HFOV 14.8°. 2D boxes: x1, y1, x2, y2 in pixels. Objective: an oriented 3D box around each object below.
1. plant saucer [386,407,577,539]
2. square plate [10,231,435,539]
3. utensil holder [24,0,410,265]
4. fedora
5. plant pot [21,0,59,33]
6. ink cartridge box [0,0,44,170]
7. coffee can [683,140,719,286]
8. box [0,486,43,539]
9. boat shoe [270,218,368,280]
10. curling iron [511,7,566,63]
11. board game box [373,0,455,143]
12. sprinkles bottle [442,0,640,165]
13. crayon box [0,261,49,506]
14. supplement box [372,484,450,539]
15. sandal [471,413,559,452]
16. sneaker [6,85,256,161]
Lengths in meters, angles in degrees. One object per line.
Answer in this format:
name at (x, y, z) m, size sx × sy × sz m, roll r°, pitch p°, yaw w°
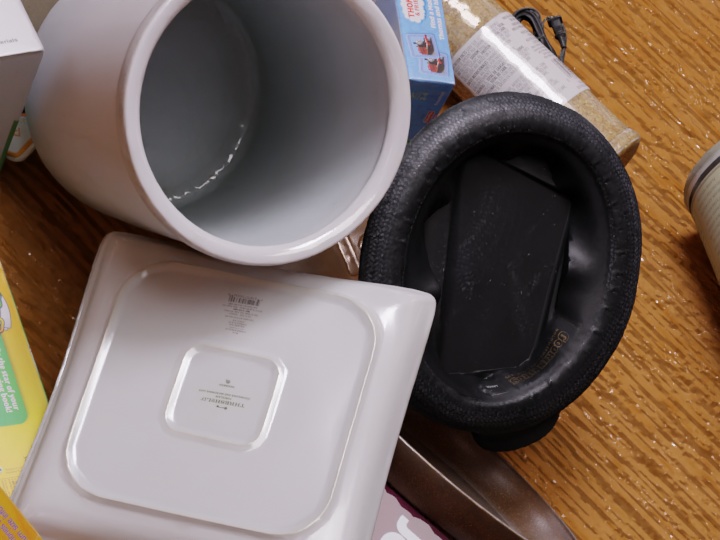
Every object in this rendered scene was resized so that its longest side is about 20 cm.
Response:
plant saucer at (0.047, 0.115, 1.610) m, size 0.200 × 0.032 × 0.200 m, roll 40°, pitch 6°, yaw -5°
square plate at (-0.076, 0.074, 1.516) m, size 0.199 × 0.028 × 0.199 m, roll 11°, pitch 61°, yaw 10°
utensil holder at (-0.089, -0.099, 1.579) m, size 0.169 × 0.200 × 0.171 m, roll -4°, pitch 99°, yaw -25°
fedora at (0.070, -0.007, 1.646) m, size 0.200 × 0.092 × 0.202 m, roll -2°, pitch 95°, yaw -23°
plant pot at (-0.155, -0.262, 1.706) m, size 0.186 × 0.201 × 0.188 m, roll 17°, pitch 25°, yaw -8°
ink cartridge box at (-0.273, -0.157, 1.629) m, size 0.084 × 0.146 × 0.201 m, roll -14°, pitch 62°, yaw -29°
coffee can at (0.309, 0.011, 1.787) m, size 0.146 × 0.147 × 0.201 m, roll -4°, pitch 58°, yaw -25°
box at (-0.263, 0.178, 1.432) m, size 0.200 × 0.041 × 0.119 m, roll -43°, pitch 105°, yaw -20°
boat shoe at (0.000, 0.000, 1.710) m, size 0.199 × 0.070 × 0.071 m, roll -5°, pitch 67°, yaw -23°
curling iron at (0.066, -0.201, 1.907) m, size 0.200 × 0.026 × 0.050 m, roll 40°, pitch 88°, yaw 12°
board game box at (0.009, -0.155, 1.773) m, size 0.036 × 0.151 × 0.201 m, roll 4°, pitch 55°, yaw -19°
sprinkles bottle at (0.095, -0.132, 1.847) m, size 0.200 × 0.068 × 0.068 m, roll 44°, pitch 52°, yaw 11°
crayon box at (-0.243, 0.076, 1.560) m, size 0.118 × 0.058 × 0.201 m, roll -7°, pitch 60°, yaw -28°
supplement box at (-0.041, 0.155, 1.556) m, size 0.200 × 0.086 × 0.110 m, roll 40°, pitch 69°, yaw 8°
sandal at (0.098, 0.044, 1.731) m, size 0.075 × 0.048 × 0.201 m, roll -11°, pitch 41°, yaw 20°
sneaker at (-0.132, -0.089, 1.714) m, size 0.199 × 0.078 × 0.080 m, roll 9°, pitch 94°, yaw -25°
